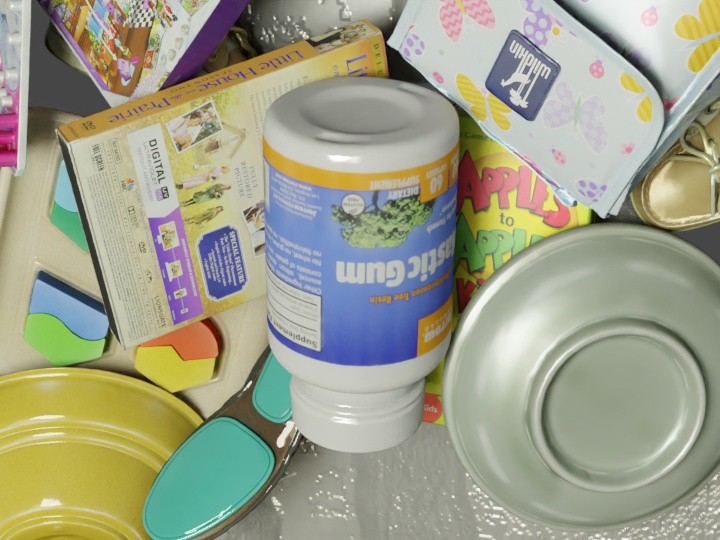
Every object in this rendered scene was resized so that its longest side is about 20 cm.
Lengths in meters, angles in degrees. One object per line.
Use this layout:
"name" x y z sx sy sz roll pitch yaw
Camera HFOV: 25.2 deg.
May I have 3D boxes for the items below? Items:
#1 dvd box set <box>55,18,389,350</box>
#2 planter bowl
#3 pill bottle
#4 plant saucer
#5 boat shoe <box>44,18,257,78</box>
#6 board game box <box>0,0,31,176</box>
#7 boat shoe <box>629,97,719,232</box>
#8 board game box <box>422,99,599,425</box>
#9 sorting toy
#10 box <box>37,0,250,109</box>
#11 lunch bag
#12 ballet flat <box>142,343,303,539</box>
"dvd box set" -0.070 -0.051 0.961 0.198 0.029 0.148 -22 127 -16
"planter bowl" -0.193 0.160 1.075 0.198 0.084 0.202 -2 136 -2
"pill bottle" 0.000 0.000 0.935 0.111 0.112 0.202 9 120 16
"plant saucer" 0.149 0.074 0.960 0.197 0.050 0.203 -2 108 -6
"boat shoe" -0.108 -0.135 1.011 0.198 0.074 0.067 24 119 11
"board game box" -0.238 -0.182 0.991 0.026 0.200 0.202 -3 112 -25
"boat shoe" 0.239 -0.078 0.913 0.199 0.063 0.074 -25 98 24
"board game box" 0.093 0.001 0.999 0.100 0.048 0.202 9 110 17
"sorting toy" -0.143 0.004 1.042 0.198 0.037 0.187 12 110 -12
"box" -0.124 -0.182 0.901 0.137 0.039 0.200 55 146 3
"lunch bag" 0.132 -0.150 0.878 0.169 0.127 0.200 43 109 10
"ballet flat" -0.059 0.104 1.046 0.068 0.068 0.200 41 92 25
